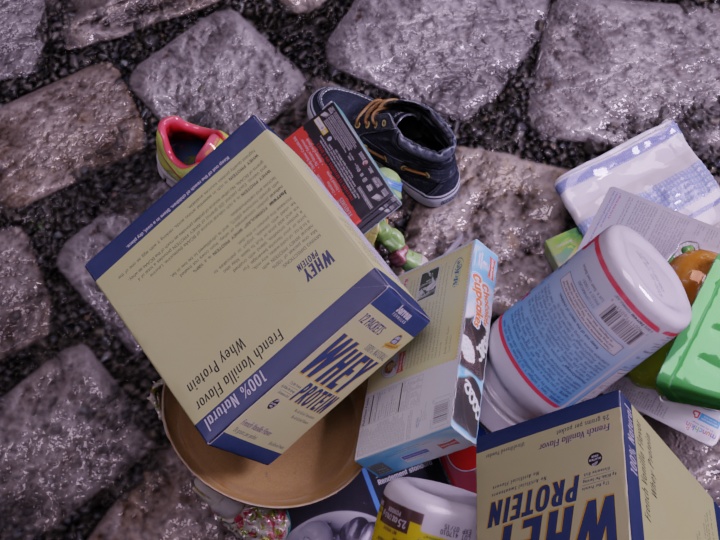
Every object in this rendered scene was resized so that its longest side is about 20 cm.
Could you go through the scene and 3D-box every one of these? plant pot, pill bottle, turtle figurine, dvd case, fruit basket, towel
[{"bbox_3d":[-0.083,0.130,1.320,0.198,0.028,0.201,8,52,-10],"label":"plant pot"},{"bbox_3d":[0.183,0.060,1.275,0.200,0.108,0.109,-41,57,26],"label":"pill bottle"},{"bbox_3d":[0.000,0.000,1.447,0.143,0.200,0.195,33,90,-1],"label":"turtle figurine"},{"bbox_3d":[0.050,0.285,1.236,0.108,0.109,0.202,14,91,15],"label":"pill bottle"},{"bbox_3d":[-0.071,-0.051,1.364,0.199,0.022,0.146,-38,50,7],"label":"dvd case"},{"bbox_3d":[0.277,0.039,1.337,0.199,0.094,0.186,24,84,34],"label":"fruit basket"},{"bbox_3d":[0.296,-0.046,1.420,0.146,0.024,0.201,-26,62,-6],"label":"towel"}]

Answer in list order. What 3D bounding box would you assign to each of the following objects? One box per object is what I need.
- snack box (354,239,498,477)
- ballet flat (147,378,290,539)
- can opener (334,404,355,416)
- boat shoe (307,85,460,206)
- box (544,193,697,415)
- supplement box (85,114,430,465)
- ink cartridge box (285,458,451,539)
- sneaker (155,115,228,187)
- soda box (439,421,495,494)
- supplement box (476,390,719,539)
[{"bbox_3d":[0.060,0.077,1.296,0.116,0.037,0.201,-25,41,39],"label":"snack box"},{"bbox_3d":[-0.138,0.174,1.329,0.076,0.064,0.200,-50,59,22],"label":"ballet flat"},{"bbox_3d":[-0.094,0.114,1.396,0.198,0.079,0.064,16,57,15],"label":"can opener"},{"bbox_3d":[0.025,-0.154,1.514,0.200,0.091,0.071,35,64,22],"label":"boat shoe"},{"bbox_3d":[0.285,0.028,1.414,0.143,0.036,0.201,-23,60,-5],"label":"box"},{"bbox_3d":[-0.085,0.020,1.244,0.200,0.134,0.200,-41,67,5],"label":"supplement box"},{"bbox_3d":[-0.014,0.212,1.351,0.197,0.043,0.201,-22,60,-3],"label":"ink cartridge box"},{"bbox_3d":[-0.138,-0.098,1.510,0.199,0.091,0.078,26,66,18],"label":"sneaker"},{"bbox_3d":[0.101,0.143,1.348,0.063,0.070,0.201,-36,59,18],"label":"soda box"},{"bbox_3d":[0.199,0.245,1.166,0.133,0.200,0.201,-22,43,27],"label":"supplement box"}]
